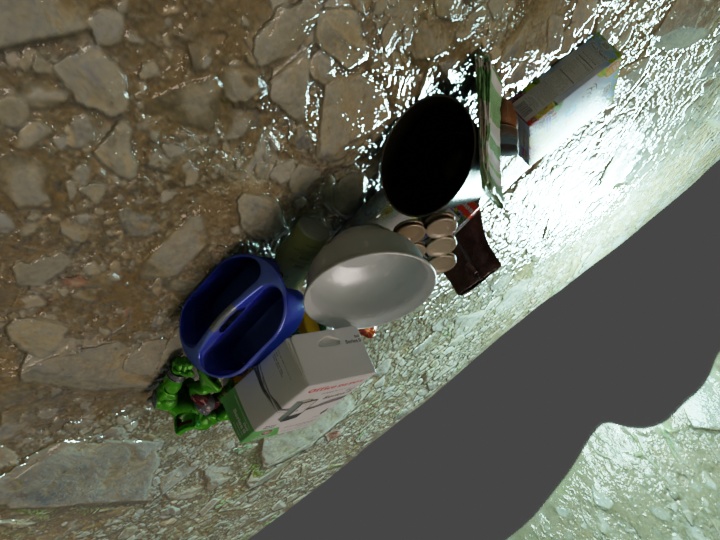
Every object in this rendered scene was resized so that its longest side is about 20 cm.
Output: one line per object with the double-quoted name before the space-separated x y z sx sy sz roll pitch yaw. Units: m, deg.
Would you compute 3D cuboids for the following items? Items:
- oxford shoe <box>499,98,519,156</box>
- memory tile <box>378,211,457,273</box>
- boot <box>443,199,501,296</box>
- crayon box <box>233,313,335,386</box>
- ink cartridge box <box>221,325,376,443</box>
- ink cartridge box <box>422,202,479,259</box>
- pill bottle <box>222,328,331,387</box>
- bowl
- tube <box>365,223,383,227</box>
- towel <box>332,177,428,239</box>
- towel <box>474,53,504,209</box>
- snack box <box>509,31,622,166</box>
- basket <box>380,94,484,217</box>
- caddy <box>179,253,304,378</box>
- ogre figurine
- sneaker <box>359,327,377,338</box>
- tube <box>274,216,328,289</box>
"oxford shoe" 0.232 -0.232 1.715 0.071 0.072 0.200 5 172 -1
"memory tile" 0.053 -0.026 1.609 0.199 0.017 0.154 -12 147 -2
"boot" 0.206 -0.071 1.873 0.200 0.167 0.072 -40 162 5
"crayon box" -0.128 0.134 1.737 0.200 0.126 0.052 -33 142 19
"ink cartridge box" -0.095 0.173 1.573 0.145 0.084 0.200 -8 154 -43
"ink cartridge box" 0.166 -0.099 1.790 0.200 0.050 0.109 -45 176 6
"pill bottle" -0.145 0.161 1.850 0.200 0.114 0.114 -43 161 14
"bowl" 0.005 -0.002 1.530 0.200 0.091 0.201 -10 147 -7
"tube" 0.000 0.000 1.698 0.058 0.052 0.200 0 147 -19
"towel" 0.057 -0.096 1.734 0.171 0.048 0.200 -47 160 18
"towel" 0.196 -0.203 1.536 0.023 0.201 0.152 -4 172 15
"snack box" 0.347 -0.290 1.780 0.200 0.068 0.169 -39 161 -4
"basket" 0.131 -0.165 1.576 0.181 0.136 0.200 -68 161 9
"caddy" -0.178 0.066 1.524 0.200 0.142 0.105 -46 163 19
"ogre figurine" -0.273 0.214 1.749 0.120 0.098 0.200 -33 157 17
"sneaker" 0.002 0.064 1.774 0.077 0.073 0.200 -60 -172 7
"tube" -0.113 0.005 1.597 0.200 0.058 0.052 -55 173 35
